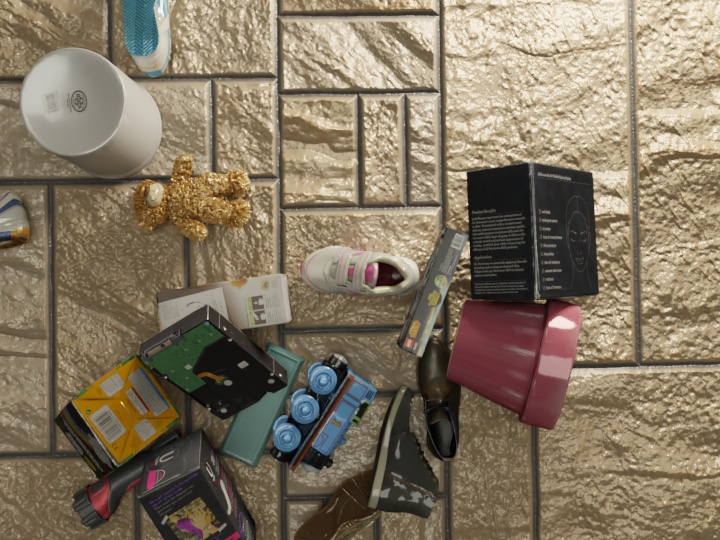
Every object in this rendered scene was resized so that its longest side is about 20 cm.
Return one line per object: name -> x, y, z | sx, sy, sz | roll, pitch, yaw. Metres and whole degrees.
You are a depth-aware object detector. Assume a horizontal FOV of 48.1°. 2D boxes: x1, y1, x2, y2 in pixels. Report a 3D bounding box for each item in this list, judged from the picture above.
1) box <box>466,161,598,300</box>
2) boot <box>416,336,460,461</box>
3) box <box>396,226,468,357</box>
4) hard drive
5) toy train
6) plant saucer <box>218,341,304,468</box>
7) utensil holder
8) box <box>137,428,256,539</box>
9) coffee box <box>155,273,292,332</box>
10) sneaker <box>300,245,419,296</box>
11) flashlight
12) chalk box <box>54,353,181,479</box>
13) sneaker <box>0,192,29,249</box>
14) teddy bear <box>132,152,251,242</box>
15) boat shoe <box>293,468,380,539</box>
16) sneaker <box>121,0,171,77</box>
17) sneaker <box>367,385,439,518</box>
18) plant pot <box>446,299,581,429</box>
box -> 0.269, -0.056, 1.250 | 0.123, 0.199, 0.199 | -1, 89, 42
boot -> 0.133, 0.210, 1.304 | 0.074, 0.097, 0.202 | -8, 89, -1
box -> 0.112, 0.034, 1.287 | 0.040, 0.137, 0.202 | 21, 88, 2
hard drive -> -0.225, 0.147, 1.255 | 0.139, 0.038, 0.200 | -30, 130, 18
toy train -> -0.063, 0.237, 1.309 | 0.114, 0.087, 0.201 | 33, 88, -6
plant saucer -> -0.164, 0.224, 1.339 | 0.069, 0.019, 0.202 | 24, 90, 0
utensil holder -> -0.412, -0.240, 1.253 | 0.168, 0.200, 0.172 | 0, 89, -2
box -> -0.249, 0.372, 1.254 | 0.105, 0.122, 0.201 | -24, 110, -2
coffee box -> -0.214, 0.058, 1.293 | 0.198, 0.114, 0.081 | -9, 89, -2
sneaker -> 0.000, 0.000, 1.310 | 0.198, 0.088, 0.082 | 1, 89, -1
flashlight -> -0.366, 0.340, 1.313 | 0.199, 0.068, 0.068 | -31, 85, -6
chalk box -> -0.386, 0.235, 1.266 | 0.124, 0.200, 0.125 | -37, 92, -34
sneaker -> -0.642, -0.074, 1.317 | 0.198, 0.075, 0.089 | -10, 78, -8
teddy bear -> -0.275, -0.118, 1.319 | 0.198, 0.067, 0.147 | 14, 86, -1
boat shoe -> -0.021, 0.397, 1.323 | 0.199, 0.063, 0.074 | -35, 64, -4
sneaker -> -0.348, -0.415, 1.322 | 0.076, 0.081, 0.202 | -1, 70, 1
sneaker -> 0.082, 0.292, 1.301 | 0.105, 0.075, 0.202 | 15, 70, -2
plant pot -> 0.235, 0.129, 1.266 | 0.177, 0.200, 0.202 | 14, 89, 10
